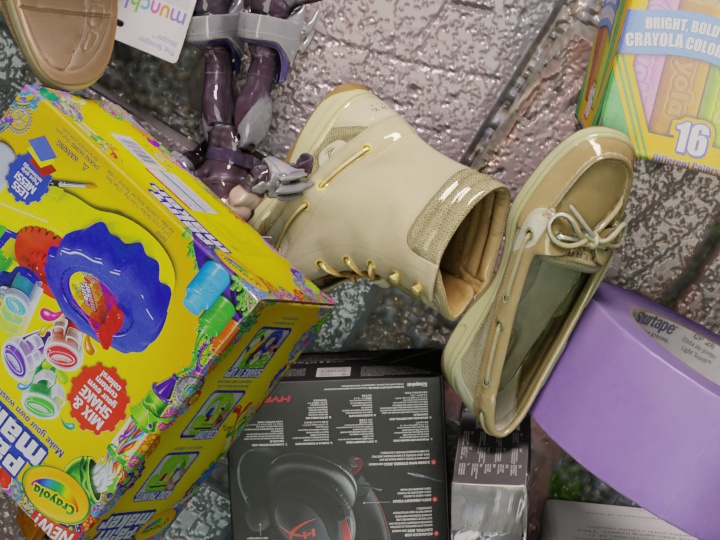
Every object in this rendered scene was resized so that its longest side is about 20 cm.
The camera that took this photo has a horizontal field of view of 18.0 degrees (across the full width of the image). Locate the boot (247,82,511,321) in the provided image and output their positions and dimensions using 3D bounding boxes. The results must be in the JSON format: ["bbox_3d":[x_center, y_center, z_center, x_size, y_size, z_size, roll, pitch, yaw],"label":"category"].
[{"bbox_3d":[0.000,0.000,1.455,0.155,0.073,0.201,35,99,34],"label":"boot"}]

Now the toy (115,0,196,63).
[{"bbox_3d":[-0.143,-0.246,1.432,0.115,0.047,0.202,24,101,26],"label":"toy"}]

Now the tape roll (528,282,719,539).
[{"bbox_3d":[0.209,0.095,1.440,0.199,0.200,0.085,30,102,-5],"label":"tape roll"}]

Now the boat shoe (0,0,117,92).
[{"bbox_3d":[-0.202,-0.190,1.418,0.071,0.065,0.201,0,61,-29],"label":"boat shoe"}]

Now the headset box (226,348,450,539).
[{"bbox_3d":[-0.013,0.160,1.525,0.147,0.075,0.202,-3,102,3],"label":"headset box"}]

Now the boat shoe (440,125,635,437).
[{"bbox_3d":[0.116,0.007,1.385,0.073,0.063,0.202,15,116,-34],"label":"boat shoe"}]

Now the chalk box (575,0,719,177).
[{"bbox_3d":[0.220,-0.169,1.420,0.123,0.124,0.202,12,102,-1],"label":"chalk box"}]

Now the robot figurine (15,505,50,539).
[{"bbox_3d":[-0.170,0.080,1.499,0.200,0.058,0.145,-47,57,14],"label":"robot figurine"}]

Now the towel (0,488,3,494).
[{"bbox_3d":[-0.239,0.062,1.496,0.200,0.034,0.133,-48,52,12],"label":"towel"}]

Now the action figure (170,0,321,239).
[{"bbox_3d":[-0.080,-0.087,1.454,0.129,0.069,0.202,10,91,40],"label":"action figure"}]

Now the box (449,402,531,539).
[{"bbox_3d":[0.084,0.182,1.464,0.049,0.200,0.159,2,102,5],"label":"box"}]

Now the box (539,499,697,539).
[{"bbox_3d":[0.210,0.273,1.515,0.198,0.131,0.201,6,103,1],"label":"box"}]

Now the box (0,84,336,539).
[{"bbox_3d":[-0.160,0.030,1.364,0.200,0.122,0.193,41,102,18],"label":"box"}]
